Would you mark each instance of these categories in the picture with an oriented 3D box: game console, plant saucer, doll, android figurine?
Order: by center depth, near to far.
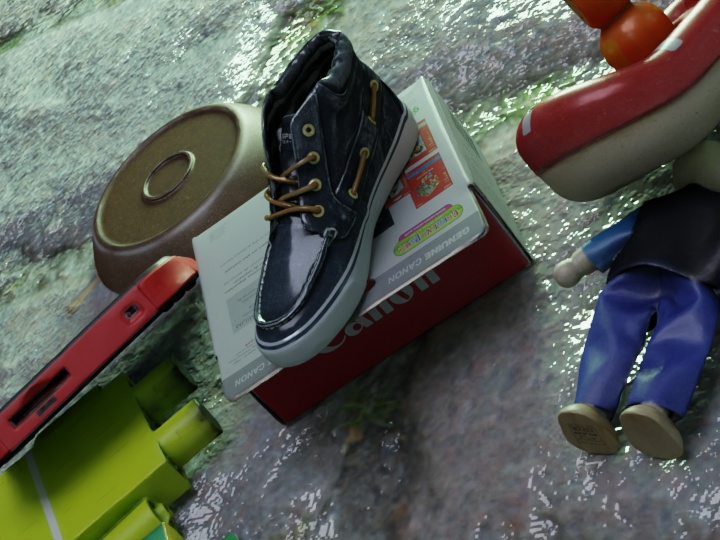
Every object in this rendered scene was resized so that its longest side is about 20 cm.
[{"bbox_3d":[0.166,0.006,0.838,0.136,0.049,0.201,-2,51,42],"label":"doll"},{"bbox_3d":[-0.186,0.149,1.036,0.200,0.041,0.182,-43,35,-1],"label":"android figurine"},{"bbox_3d":[-0.189,0.065,1.067,0.200,0.031,0.177,-43,0,-2],"label":"game console"},{"bbox_3d":[-0.150,-0.069,1.244,0.199,0.035,0.201,-27,36,22],"label":"plant saucer"}]

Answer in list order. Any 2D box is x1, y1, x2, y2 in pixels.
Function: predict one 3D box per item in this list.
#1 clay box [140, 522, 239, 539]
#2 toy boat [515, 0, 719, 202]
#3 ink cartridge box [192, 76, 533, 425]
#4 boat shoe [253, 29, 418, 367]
[{"bbox_3d":[-0.150,0.238,0.898,0.200,0.048,0.115,-40,33,5],"label":"clay box"},{"bbox_3d":[0.159,-0.138,0.889,0.200,0.131,0.130,-46,5,-23],"label":"toy boat"},{"bbox_3d":[0.000,0.000,0.977,0.199,0.084,0.176,-34,37,13],"label":"ink cartridge box"},{"bbox_3d":[-0.034,-0.046,0.907,0.070,0.091,0.201,-6,51,38],"label":"boat shoe"}]
